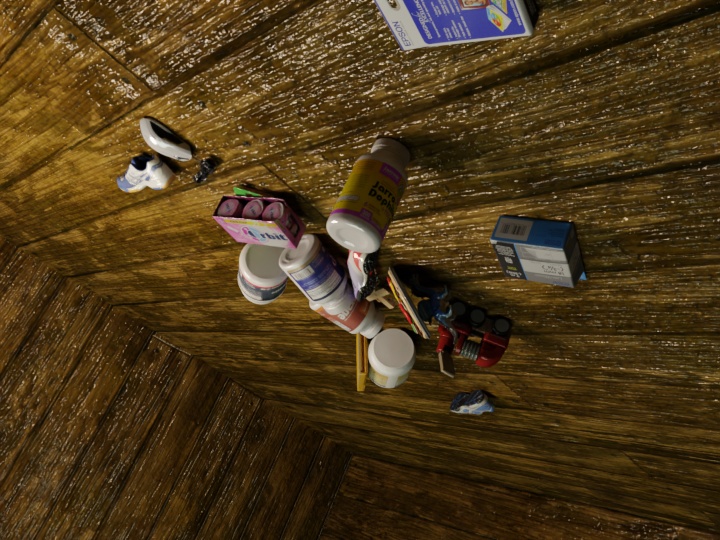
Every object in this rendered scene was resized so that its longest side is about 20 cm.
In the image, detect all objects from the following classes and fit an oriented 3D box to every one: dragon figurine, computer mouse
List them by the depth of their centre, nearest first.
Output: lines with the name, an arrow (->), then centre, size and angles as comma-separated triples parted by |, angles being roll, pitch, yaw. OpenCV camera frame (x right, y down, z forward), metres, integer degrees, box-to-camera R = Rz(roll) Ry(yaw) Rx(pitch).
computer mouse -> -0.429, -0.274, 1.598 | 0.200, 0.044, 0.109 | 35, 156, -23
dragon figurine -> 0.175, 0.097, 1.674 | 0.099, 0.201, 0.059 | -19, 159, 15

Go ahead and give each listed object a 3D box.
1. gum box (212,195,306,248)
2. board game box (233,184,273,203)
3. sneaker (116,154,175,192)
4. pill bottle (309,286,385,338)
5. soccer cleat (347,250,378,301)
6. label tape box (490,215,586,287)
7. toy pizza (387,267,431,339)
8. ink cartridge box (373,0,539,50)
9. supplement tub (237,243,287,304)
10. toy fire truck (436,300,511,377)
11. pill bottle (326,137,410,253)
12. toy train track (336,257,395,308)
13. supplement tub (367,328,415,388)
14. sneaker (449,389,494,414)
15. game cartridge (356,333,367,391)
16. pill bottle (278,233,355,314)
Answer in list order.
gum box -> -0.236, -0.116, 1.652 | 0.199, 0.066, 0.114 | 7, 154, 30
board game box -> -0.248, -0.146, 1.715 | 0.095, 0.030, 0.200 | 18, 158, 13
sneaker -> -0.554, -0.253, 1.749 | 0.199, 0.075, 0.088 | -2, 135, 34
pill bottle -> -0.033, 0.105, 1.929 | 0.200, 0.113, 0.112 | 33, 155, -20
soccer cleat -> 0.000, 0.000, 1.720 | 0.073, 0.068, 0.200 | 39, 151, 24
label tape box -> 0.351, -0.019, 1.352 | 0.144, 0.063, 0.200 | 10, 152, 32
toy pizza -> 0.112, 0.083, 1.688 | 0.201, 0.032, 0.200 | 60, -177, -5
ink cartridge box -> 0.101, -0.373, 0.873 | 0.199, 0.047, 0.198 | 8, 153, 37
supplement tub -> -0.266, 0.005, 1.908 | 0.140, 0.141, 0.200 | 25, 157, -2
toy fire truck -> 0.266, 0.192, 1.709 | 0.175, 0.201, 0.129 | 21, 157, 8
pill bottle -> 0.022, -0.139, 1.245 | 0.104, 0.201, 0.104 | 20, 156, 9
toy train track -> 0.017, 0.027, 1.821 | 0.200, 0.033, 0.115 | 39, 154, -14
supplement tub -> 0.092, 0.266, 2.107 | 0.144, 0.145, 0.200 | 22, 157, 6
sneaker -> 0.369, 0.453, 2.319 | 0.077, 0.076, 0.200 | 36, 156, -15
game cartridge -> 0.004, 0.269, 2.170 | 0.032, 0.177, 0.200 | -1, 156, -1
pill bottle -> -0.104, 0.015, 1.764 | 0.119, 0.120, 0.200 | -1, 137, 46
